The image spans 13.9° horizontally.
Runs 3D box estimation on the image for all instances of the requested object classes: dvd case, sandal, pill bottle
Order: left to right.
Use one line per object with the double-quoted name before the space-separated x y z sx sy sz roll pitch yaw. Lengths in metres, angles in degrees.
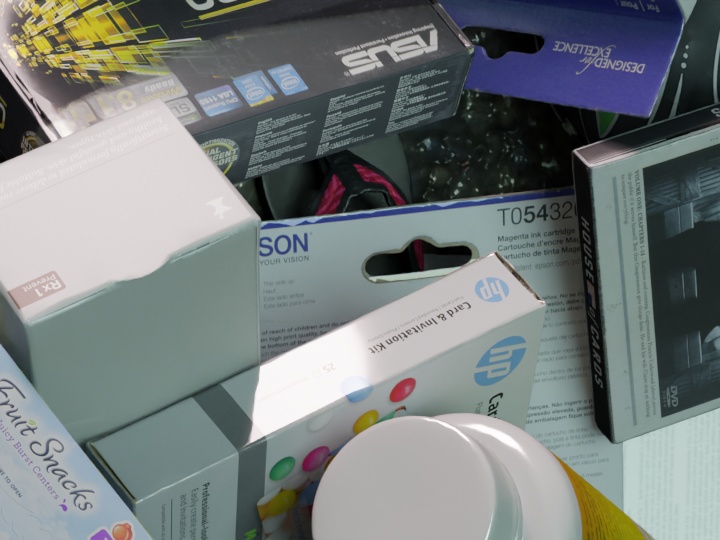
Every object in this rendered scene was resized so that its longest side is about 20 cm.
"sandal" 0.000 0.000 1.363 0.075 0.045 0.200 -10 93 -22
"pill bottle" 0.055 0.126 1.212 0.200 0.109 0.109 41 67 -58
"dvd case" 0.193 -0.016 1.334 0.200 0.025 0.151 -18 124 -15

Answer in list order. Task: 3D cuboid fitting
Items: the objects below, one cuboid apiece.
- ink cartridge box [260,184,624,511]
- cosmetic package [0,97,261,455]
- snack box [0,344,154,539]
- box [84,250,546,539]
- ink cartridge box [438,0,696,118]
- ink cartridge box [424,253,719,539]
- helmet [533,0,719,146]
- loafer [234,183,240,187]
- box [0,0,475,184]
"ink cartridge box" 0.024 0.063 1.346 0.196 0.043 0.200 -6 103 -18
"cosmetic package" -0.102 0.039 1.197 0.107 0.090 0.200 -23 141 -22
"snack box" -0.155 0.110 1.163 0.068 0.200 0.169 -35 83 -25
"box" -0.020 0.092 1.232 0.200 0.041 0.156 -25 144 -27
"ink cartridge box" 0.083 -0.177 1.327 0.047 0.197 0.200 41 69 -45
"ink cartridge box" 0.109 0.073 1.438 0.200 0.047 0.160 2 89 -13
"helmet" 0.175 -0.130 1.394 0.200 0.200 0.191 -1 73 -29
"loafer" -0.105 -0.012 1.302 0.200 0.073 0.071 -47 132 -13
"box" -0.077 -0.107 1.271 0.200 0.049 0.161 -18 56 -28
